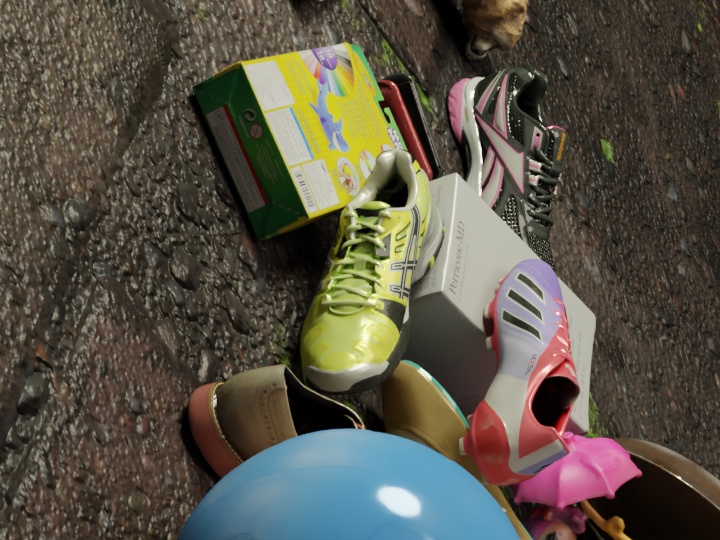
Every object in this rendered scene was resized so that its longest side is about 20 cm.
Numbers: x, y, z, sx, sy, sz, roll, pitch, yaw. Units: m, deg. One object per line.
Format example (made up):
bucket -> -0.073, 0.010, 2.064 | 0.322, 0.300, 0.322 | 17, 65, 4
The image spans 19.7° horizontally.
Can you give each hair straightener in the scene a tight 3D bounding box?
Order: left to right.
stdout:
hair straightener -> 0.063, -0.061, 1.604 | 0.200, 0.041, 0.077 | 63, 27, -6

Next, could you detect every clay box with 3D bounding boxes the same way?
clay box -> -0.033, -0.094, 1.448 | 0.115, 0.047, 0.200 | 66, 25, 1

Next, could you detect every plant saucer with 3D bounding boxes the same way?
plant saucer -> 0.244, 0.193, 1.575 | 0.032, 0.200, 0.200 | -46, 115, -22

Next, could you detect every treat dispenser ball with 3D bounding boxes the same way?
treat dispenser ball -> -0.006, 0.184, 1.093 | 0.201, 0.200, 0.201 | 42, 35, -39

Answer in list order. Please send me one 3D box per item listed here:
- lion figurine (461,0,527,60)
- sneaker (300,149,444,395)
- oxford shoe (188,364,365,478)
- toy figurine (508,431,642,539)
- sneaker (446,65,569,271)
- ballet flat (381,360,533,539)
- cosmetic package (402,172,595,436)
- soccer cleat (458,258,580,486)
lion figurine -> 0.080, -0.277, 1.778 | 0.200, 0.072, 0.122 | 57, -7, -4
sneaker -> 0.000, 0.000, 1.367 | 0.200, 0.075, 0.077 | -72, 155, -45
oxford shoe -> -0.018, 0.127, 1.259 | 0.200, 0.075, 0.071 | 43, 32, -40
toy figurine -> 0.171, 0.208, 1.479 | 0.184, 0.200, 0.150 | 48, 29, 9
sneaker -> 0.133, -0.083, 1.700 | 0.080, 0.086, 0.201 | 15, 56, -55
ballet flat -> 0.062, 0.154, 1.406 | 0.063, 0.069, 0.200 | -42, 105, -32
cosmetic package -> 0.088, 0.035, 1.516 | 0.200, 0.081, 0.113 | 43, 42, -40
soccer cleat -> 0.122, 0.064, 1.406 | 0.067, 0.076, 0.200 | 53, 36, -28
